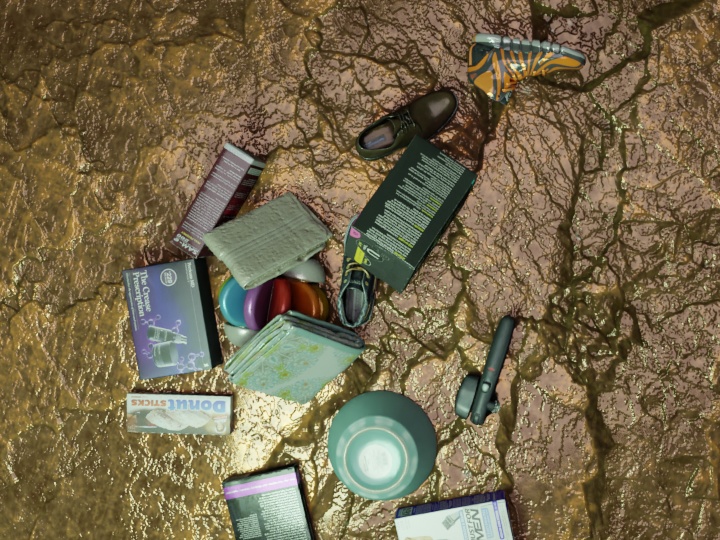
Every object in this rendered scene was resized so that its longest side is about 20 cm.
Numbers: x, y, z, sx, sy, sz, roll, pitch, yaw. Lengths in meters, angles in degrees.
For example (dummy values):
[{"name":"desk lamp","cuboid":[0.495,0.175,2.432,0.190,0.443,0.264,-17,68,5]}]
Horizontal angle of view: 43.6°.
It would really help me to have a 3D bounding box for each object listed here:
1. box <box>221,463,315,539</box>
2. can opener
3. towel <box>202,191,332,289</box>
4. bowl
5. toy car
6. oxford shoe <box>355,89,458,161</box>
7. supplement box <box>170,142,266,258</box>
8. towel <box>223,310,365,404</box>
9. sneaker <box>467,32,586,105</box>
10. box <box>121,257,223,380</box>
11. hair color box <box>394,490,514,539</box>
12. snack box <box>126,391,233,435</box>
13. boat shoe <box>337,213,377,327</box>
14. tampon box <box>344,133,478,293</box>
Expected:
[{"name":"box","cuboid":[-0.161,0.466,1.642,0.142,0.036,0.202,-13,90,8]},{"name":"can opener","cuboid":[0.227,0.173,1.565,0.078,0.063,0.201,21,95,6]},{"name":"towel","cuboid":[-0.158,-0.054,1.552,0.199,0.035,0.133,-29,61,-30]},{"name":"bowl","cuboid":[0.033,0.318,1.576,0.199,0.105,0.203,0,92,7]},{"name":"toy car","cuboid":[-0.158,0.057,1.565,0.198,0.150,0.177,10,94,7]},{"name":"oxford shoe","cuboid":[0.081,-0.251,1.555,0.199,0.084,0.073,-31,87,6]},{"name":"supplement box","cuboid":[-0.250,-0.122,1.590,0.061,0.109,0.201,31,95,4]},{"name":"towel","cuboid":[-0.111,0.150,1.542,0.171,0.199,0.048,-42,47,24]},{"name":"sneaker","cuboid":[0.279,-0.336,1.538,0.198,0.078,0.113,12,98,17]},{"name":"box","cuboid":[-0.339,0.085,1.628,0.140,0.079,0.202,-10,91,5]},{"name":"hair color box","cuboid":[0.168,0.464,1.586,0.198,0.065,0.110,-13,91,9]},{"name":"snack box","cuboid":[-0.333,0.264,1.660,0.198,0.024,0.073,1,91,8]},{"name":"boat shoe","cuboid":[0.000,0.000,1.572,0.070,0.091,0.202,3,93,7]},{"name":"tampon box","cuboid":[0.081,-0.091,1.498,0.126,0.150,0.201,34,72,5]}]
